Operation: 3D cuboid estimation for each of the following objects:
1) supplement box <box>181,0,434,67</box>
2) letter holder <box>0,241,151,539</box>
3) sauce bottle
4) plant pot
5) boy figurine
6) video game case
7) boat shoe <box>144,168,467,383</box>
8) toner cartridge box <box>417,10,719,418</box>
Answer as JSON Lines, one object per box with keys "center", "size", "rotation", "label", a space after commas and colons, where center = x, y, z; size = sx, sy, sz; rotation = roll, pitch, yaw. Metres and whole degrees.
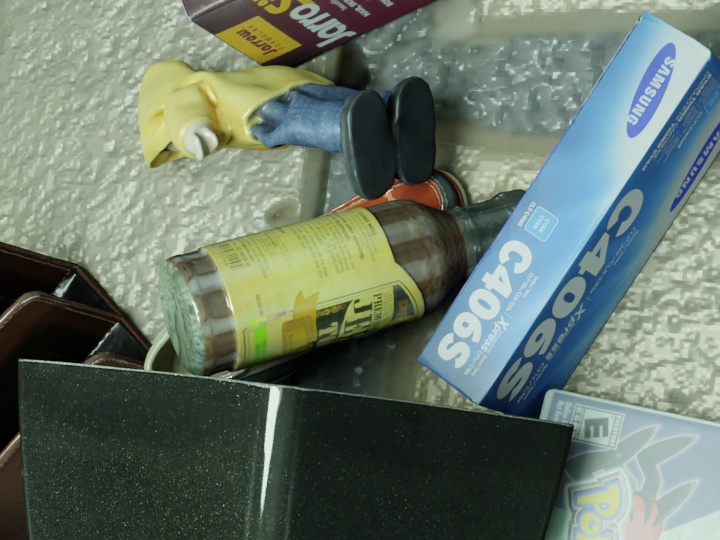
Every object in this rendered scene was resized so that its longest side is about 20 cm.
{"center": [0.003, -0.196, 0.909], "size": [0.198, 0.110, 0.087], "rotation": [-22, 72, 20], "label": "supplement box"}
{"center": [-0.230, 0.091, 0.945], "size": [0.101, 0.142, 0.200], "rotation": [44, 99, 25], "label": "letter holder"}
{"center": [0.000, 0.000, 0.843], "size": [0.198, 0.065, 0.065], "rotation": [-15, 69, -18], "label": "sauce bottle"}
{"center": [-0.041, 0.144, 0.789], "size": [0.198, 0.199, 0.180], "rotation": [1, 81, 45], "label": "plant pot"}
{"center": [-0.059, -0.080, 0.918], "size": [0.198, 0.124, 0.065], "rotation": [7, 109, 38], "label": "boy figurine"}
{"center": [0.151, 0.170, 0.795], "size": [0.180, 0.023, 0.202], "rotation": [10, 75, 22], "label": "video game case"}
{"center": [-0.030, 0.009, 0.912], "size": [0.199, 0.062, 0.072], "rotation": [-34, 66, 14], "label": "boat shoe"}
{"center": [0.114, -0.021, 0.833], "size": [0.043, 0.095, 0.201], "rotation": [35, 96, 25], "label": "toner cartridge box"}
